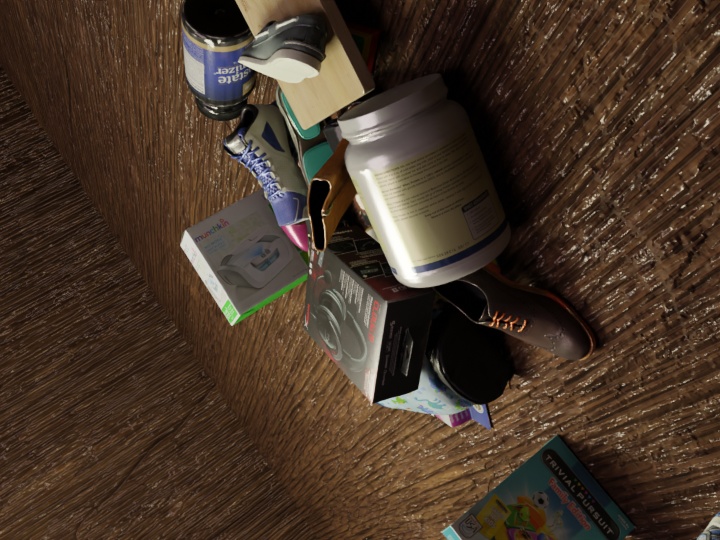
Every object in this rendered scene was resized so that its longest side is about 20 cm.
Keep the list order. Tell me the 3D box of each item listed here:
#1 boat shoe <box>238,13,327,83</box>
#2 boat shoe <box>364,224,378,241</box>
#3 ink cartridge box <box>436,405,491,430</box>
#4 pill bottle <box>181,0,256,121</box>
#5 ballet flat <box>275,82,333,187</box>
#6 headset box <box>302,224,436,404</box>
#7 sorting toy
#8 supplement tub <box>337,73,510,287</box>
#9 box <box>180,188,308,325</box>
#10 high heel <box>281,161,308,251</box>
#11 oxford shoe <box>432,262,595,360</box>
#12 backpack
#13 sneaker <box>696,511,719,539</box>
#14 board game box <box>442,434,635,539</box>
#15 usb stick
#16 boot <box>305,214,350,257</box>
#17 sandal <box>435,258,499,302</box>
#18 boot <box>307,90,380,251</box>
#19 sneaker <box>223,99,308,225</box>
[{"bbox_3d":[-0.091,-0.267,0.954,0.200,0.072,0.062,23,96,63],"label":"boat shoe"},{"bbox_3d":[0.000,0.000,1.141,0.069,0.071,0.200,44,136,-1],"label":"boat shoe"},{"bbox_3d":[0.107,0.146,1.246,0.200,0.043,0.198,28,142,52],"label":"ink cartridge box"},{"bbox_3d":[-0.213,-0.324,1.214,0.112,0.111,0.200,50,157,17],"label":"pill bottle"},{"bbox_3d":[-0.068,-0.194,1.169,0.064,0.067,0.201,-106,-4,-67],"label":"ballet flat"},{"bbox_3d":[0.010,0.055,0.998,0.200,0.077,0.150,43,135,45],"label":"headset box"},{"bbox_3d":[-0.056,-0.298,0.982,0.201,0.069,0.198,63,157,-9],"label":"sorting toy"},{"bbox_3d":[0.069,-0.099,0.882,0.145,0.145,0.201,9,127,61],"label":"supplement tub"},{"bbox_3d":[-0.187,-0.033,1.413,0.177,0.199,0.097,57,156,3],"label":"box"},{"bbox_3d":[-0.111,-0.123,1.308,0.201,0.067,0.096,67,166,-12],"label":"high heel"},{"bbox_3d":[0.171,0.052,0.912,0.199,0.072,0.072,30,128,17],"label":"oxford shoe"},{"bbox_3d":[0.081,0.124,1.104,0.163,0.154,0.199,45,164,-34],"label":"backpack"},{"bbox_3d":[0.380,0.343,0.883,0.077,0.085,0.201,38,151,39],"label":"sneaker"},{"bbox_3d":[0.230,0.334,1.027,0.151,0.199,0.047,50,156,17],"label":"board game box"},{"bbox_3d":[0.005,-0.122,1.128,0.055,0.033,0.201,-4,115,54],"label":"usb stick"},{"bbox_3d":[-0.030,-0.060,1.228,0.203,0.073,0.155,28,140,47],"label":"boot"},{"bbox_3d":[0.097,-0.001,1.036,0.199,0.087,0.080,-8,108,43],"label":"sandal"},{"bbox_3d":[-0.010,-0.095,0.989,0.068,0.201,0.189,15,138,7],"label":"boot"},{"bbox_3d":[-0.146,-0.163,1.189,0.080,0.115,0.201,-19,79,46],"label":"sneaker"}]
